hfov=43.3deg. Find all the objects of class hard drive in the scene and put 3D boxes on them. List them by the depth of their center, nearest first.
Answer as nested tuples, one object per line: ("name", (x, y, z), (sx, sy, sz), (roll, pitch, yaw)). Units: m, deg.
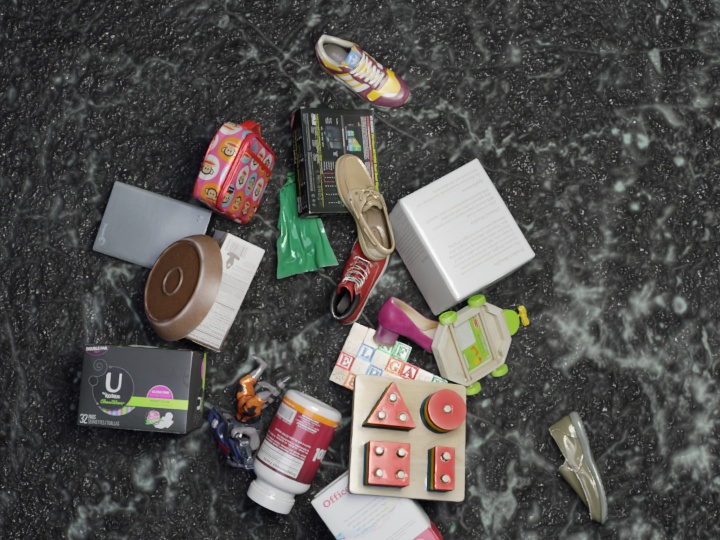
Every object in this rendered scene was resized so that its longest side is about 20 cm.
("hard drive", (-0.392, -0.074, 1.722), (0.199, 0.033, 0.140), (17, 86, 5))

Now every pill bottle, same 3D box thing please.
("pill bottle", (-0.123, 0.325, 1.629), (0.113, 0.113, 0.201), (25, 87, 5))

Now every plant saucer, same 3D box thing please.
("plant saucer", (-0.324, 0.024, 1.616), (0.200, 0.034, 0.201), (-19, 59, 36))

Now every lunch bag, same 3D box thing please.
("lunch bag", (-0.221, -0.184, 1.641), (0.082, 0.200, 0.177), (22, 87, 10))

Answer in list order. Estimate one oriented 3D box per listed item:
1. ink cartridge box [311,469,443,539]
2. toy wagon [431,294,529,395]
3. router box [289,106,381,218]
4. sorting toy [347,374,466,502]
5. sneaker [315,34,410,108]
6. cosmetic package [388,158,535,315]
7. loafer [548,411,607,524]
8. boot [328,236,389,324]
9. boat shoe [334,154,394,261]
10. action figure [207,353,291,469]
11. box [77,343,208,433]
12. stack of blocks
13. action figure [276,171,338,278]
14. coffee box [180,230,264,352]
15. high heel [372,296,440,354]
("ink cartridge box", (0.031, 0.435, 1.593), (0.145, 0.145, 0.200), (-35, 84, -1))
("toy wagon", (0.220, 0.123, 1.640), (0.199, 0.040, 0.156), (-28, 108, -26))
("router box", (-0.044, -0.197, 1.670), (0.149, 0.062, 0.201), (-2, 84, -24))
("sorting toy", (0.087, 0.278, 1.525), (0.199, 0.070, 0.200), (7, 71, -11))
("sneaker", (0.001, -0.372, 1.699), (0.199, 0.090, 0.075), (28, 87, 6))
("cosmetic package", (0.168, -0.055, 1.606), (0.167, 0.166, 0.201), (-28, 84, -14))
("loafer", (0.390, 0.356, 1.625), (0.069, 0.075, 0.201), (-19, 79, 13))
("boot", (0.000, 0.000, 1.638), (0.072, 0.144, 0.201), (21, 85, 7))
("boat shoe", (0.015, -0.119, 1.612), (0.071, 0.064, 0.201), (-20, 85, -25))
("action figure", (-0.192, 0.276, 1.624), (0.104, 0.200, 0.194), (11, 109, -33))
("box", (-0.391, 0.212, 1.650), (0.199, 0.124, 0.149), (3, 85, 5))
("stack of blocks", (0.057, 0.187, 1.659), (0.199, 0.059, 0.116), (24, 86, 5))
("action figure", (-0.113, -0.091, 1.698), (0.117, 0.055, 0.201), (-11, 77, 4))
("coffee box", (-0.261, 0.034, 1.656), (0.079, 0.114, 0.201), (25, 87, -20))
("high heel", (0.123, 0.093, 1.623), (0.199, 0.068, 0.096), (9, 126, -16))
